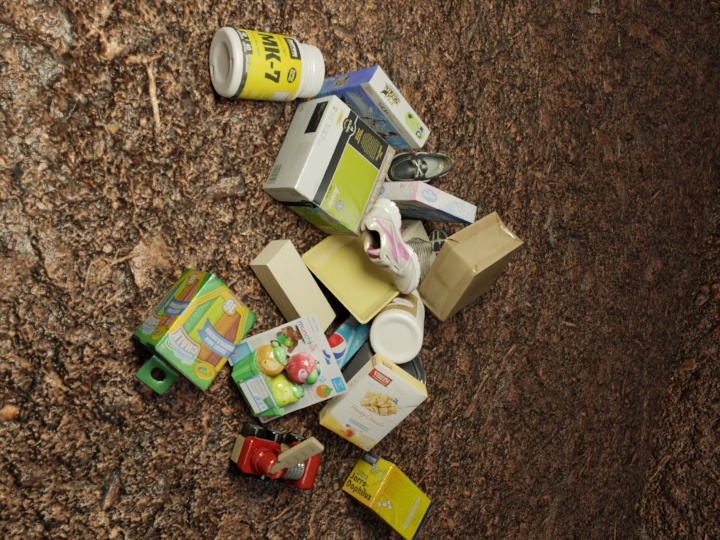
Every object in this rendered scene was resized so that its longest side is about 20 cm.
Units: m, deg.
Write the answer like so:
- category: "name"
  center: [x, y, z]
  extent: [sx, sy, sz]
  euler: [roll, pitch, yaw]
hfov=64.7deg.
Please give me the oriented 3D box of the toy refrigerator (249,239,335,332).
- category: "toy refrigerator"
  center: [-0.137, 0.042, 1.161]
  extent: [0.076, 0.069, 0.203]
  euler: [-50, 124, -33]

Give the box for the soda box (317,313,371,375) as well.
- category: "soda box"
  center: [-0.058, 0.179, 1.230]
  extent: [0.064, 0.068, 0.200]
  euler: [45, 62, -1]

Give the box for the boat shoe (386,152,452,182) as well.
- category: "boat shoe"
  center: [0.142, -0.251, 1.374]
  extent: [0.196, 0.059, 0.078]
  euler: [-22, 109, -37]

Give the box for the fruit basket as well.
- category: "fruit basket"
  center: [-0.142, 0.197, 1.098]
  extent: [0.094, 0.194, 0.190]
  euler: [-81, 152, -64]

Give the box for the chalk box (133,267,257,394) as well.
- category: "chalk box"
  center: [-0.300, 0.117, 0.990]
  extent: [0.125, 0.122, 0.203]
  euler: [48, 65, -32]

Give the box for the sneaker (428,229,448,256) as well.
- category: "sneaker"
  center: [0.220, -0.019, 1.474]
  extent: [0.080, 0.075, 0.205]
  euler: [-51, 131, -46]

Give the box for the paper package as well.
- category: "paper package"
  center: [0.249, -0.008, 1.310]
  extent: [0.188, 0.104, 0.202]
  euler: [-29, 156, -33]

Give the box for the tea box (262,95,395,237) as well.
- category: "tea box"
  center: [-0.060, -0.205, 1.156]
  extent: [0.195, 0.132, 0.205]
  euler: [33, 74, -37]

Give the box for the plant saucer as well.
- category: "plant saucer"
  center: [0.000, 0.000, 1.231]
  extent: [0.200, 0.049, 0.198]
  euler: [44, 59, 15]

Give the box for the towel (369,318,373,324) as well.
- category: "towel"
  center: [0.079, 0.127, 1.385]
  extent: [0.141, 0.022, 0.207]
  euler: [-25, 110, -36]

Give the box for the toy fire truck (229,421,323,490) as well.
- category: "toy fire truck"
  center: [-0.135, 0.368, 1.110]
  extent: [0.174, 0.197, 0.133]
  euler: [27, 78, -38]

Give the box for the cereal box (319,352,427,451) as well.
- category: "cereal box"
  center: [0.026, 0.279, 1.187]
  extent: [0.142, 0.040, 0.201]
  euler: [34, 114, -21]

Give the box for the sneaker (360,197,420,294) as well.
- category: "sneaker"
  center: [0.052, -0.037, 1.151]
  extent: [0.087, 0.080, 0.205]
  euler: [-35, 109, -32]

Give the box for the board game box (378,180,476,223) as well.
- category: "board game box"
  center: [0.126, -0.152, 1.281]
  extent: [0.196, 0.196, 0.045]
  euler: [15, 85, -39]

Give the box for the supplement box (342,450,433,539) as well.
- category: "supplement box"
  center: [0.067, 0.542, 1.364]
  extent: [0.111, 0.107, 0.201]
  euler: [-54, 124, -22]

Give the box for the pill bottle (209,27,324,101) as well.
- category: "pill bottle"
  center: [-0.170, -0.378, 1.057]
  extent: [0.196, 0.112, 0.119]
  euler: [-10, 102, -39]

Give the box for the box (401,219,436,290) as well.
- category: "box"
  center: [0.141, -0.019, 1.393]
  extent: [0.082, 0.067, 0.203]
  euler: [-44, 120, -27]

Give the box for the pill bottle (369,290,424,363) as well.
- category: "pill bottle"
  center: [0.085, 0.105, 1.246]
  extent: [0.201, 0.110, 0.118]
  euler: [-69, 146, -68]

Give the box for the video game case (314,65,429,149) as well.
- category: "video game case"
  center: [0.019, -0.323, 1.169]
  extent: [0.181, 0.197, 0.046]
  euler: [43, 71, -34]

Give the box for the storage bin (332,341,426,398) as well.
- category: "storage bin"
  center: [0.029, 0.249, 1.266]
  extent: [0.132, 0.147, 0.202]
  euler: [23, 118, -29]
